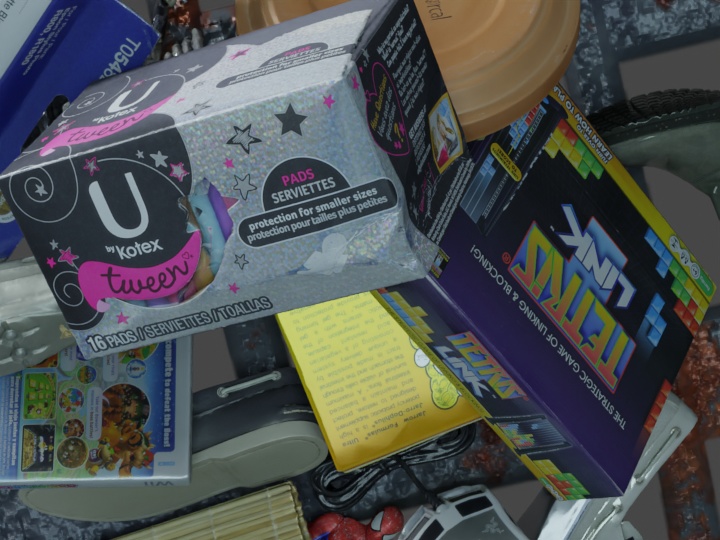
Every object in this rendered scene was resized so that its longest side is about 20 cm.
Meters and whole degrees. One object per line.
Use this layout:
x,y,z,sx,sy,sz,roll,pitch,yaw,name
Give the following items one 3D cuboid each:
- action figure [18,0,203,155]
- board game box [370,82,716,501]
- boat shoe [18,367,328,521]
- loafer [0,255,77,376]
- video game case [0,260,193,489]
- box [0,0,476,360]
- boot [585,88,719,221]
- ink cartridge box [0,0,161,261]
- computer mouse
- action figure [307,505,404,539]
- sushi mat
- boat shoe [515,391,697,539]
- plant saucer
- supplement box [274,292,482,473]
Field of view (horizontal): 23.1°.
-0.141,-0.122,1.045,0.118,0.102,0.201,11,125,-11,action figure
0.109,0.006,1.018,0.200,0.057,0.166,47,54,-25,board game box
-0.119,0.108,1.112,0.198,0.073,0.063,-13,56,6,boat shoe
-0.161,0.009,1.050,0.198,0.070,0.070,-12,137,-5,loafer
-0.202,0.063,1.077,0.198,0.018,0.144,-1,68,-1,video game case
-0.061,-0.051,0.906,0.199,0.132,0.115,-15,113,23,box
0.225,-0.047,1.080,0.198,0.068,0.132,-11,105,2,boot
-0.243,-0.119,0.990,0.199,0.041,0.200,37,121,-6,ink cartridge box
0.062,0.171,1.068,0.109,0.044,0.200,-30,55,-12,computer mouse
-0.051,0.217,1.127,0.200,0.052,0.066,-40,93,3,action figure
-0.117,0.206,1.108,0.199,0.012,0.096,-20,83,14,sushi mat
0.144,0.161,1.111,0.070,0.071,0.201,31,92,-5,boat shoe
0.027,-0.155,1.007,0.199,0.032,0.202,-1,56,2,plant saucer
0.000,0.000,1.059,0.109,0.109,0.201,-21,100,3,supplement box
